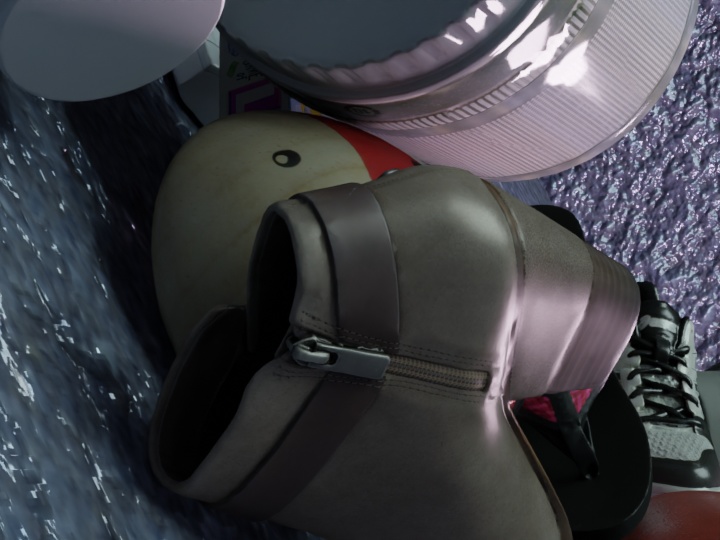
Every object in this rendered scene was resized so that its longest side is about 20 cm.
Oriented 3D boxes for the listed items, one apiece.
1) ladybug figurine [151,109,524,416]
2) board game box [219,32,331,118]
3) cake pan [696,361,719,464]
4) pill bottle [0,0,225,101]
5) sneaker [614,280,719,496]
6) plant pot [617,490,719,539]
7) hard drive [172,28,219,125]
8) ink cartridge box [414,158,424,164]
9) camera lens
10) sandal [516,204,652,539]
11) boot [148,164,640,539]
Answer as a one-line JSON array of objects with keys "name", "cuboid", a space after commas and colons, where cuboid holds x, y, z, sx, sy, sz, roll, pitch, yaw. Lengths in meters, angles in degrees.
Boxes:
[{"name": "ladybug figurine", "cuboid": [0.005, 0.014, 0.666, 0.200, 0.071, 0.137, 31, 56, -53]}, {"name": "board game box", "cuboid": [0.000, 0.000, 0.809, 0.200, 0.034, 0.135, 48, 32, -51]}, {"name": "cake pan", "cuboid": [0.181, 0.147, 1.072, 0.036, 0.202, 0.201, 11, 24, -11]}, {"name": "pill bottle", "cuboid": [-0.111, -0.154, 0.597, 0.201, 0.104, 0.104, 65, 11, 27]}, {"name": "sneaker", "cuboid": [0.150, 0.063, 1.012, 0.200, 0.075, 0.088, -110, -151, -69]}, {"name": "plant pot", "cuboid": [0.155, 0.189, 0.752, 0.202, 0.200, 0.195, 57, 1, -13]}, {"name": "hard drive", "cuboid": [-0.072, -0.122, 0.935, 0.132, 0.027, 0.201, 50, 13, -47]}, {"name": "ink cartridge box", "cuboid": [-0.007, -0.107, 0.942, 0.117, 0.067, 0.201, 49, 16, -52]}, {"name": "camera lens", "cuboid": [0.034, -0.125, 0.709, 0.161, 0.159, 0.200, 63, 17, 17]}, {"name": "sandal", "cuboid": [0.081, 0.036, 0.841, 0.045, 0.074, 0.201, 75, 5, -47]}, {"name": "boot", "cuboid": [0.002, 0.060, 0.577, 0.145, 0.201, 0.070, 4, 22, -37]}]
